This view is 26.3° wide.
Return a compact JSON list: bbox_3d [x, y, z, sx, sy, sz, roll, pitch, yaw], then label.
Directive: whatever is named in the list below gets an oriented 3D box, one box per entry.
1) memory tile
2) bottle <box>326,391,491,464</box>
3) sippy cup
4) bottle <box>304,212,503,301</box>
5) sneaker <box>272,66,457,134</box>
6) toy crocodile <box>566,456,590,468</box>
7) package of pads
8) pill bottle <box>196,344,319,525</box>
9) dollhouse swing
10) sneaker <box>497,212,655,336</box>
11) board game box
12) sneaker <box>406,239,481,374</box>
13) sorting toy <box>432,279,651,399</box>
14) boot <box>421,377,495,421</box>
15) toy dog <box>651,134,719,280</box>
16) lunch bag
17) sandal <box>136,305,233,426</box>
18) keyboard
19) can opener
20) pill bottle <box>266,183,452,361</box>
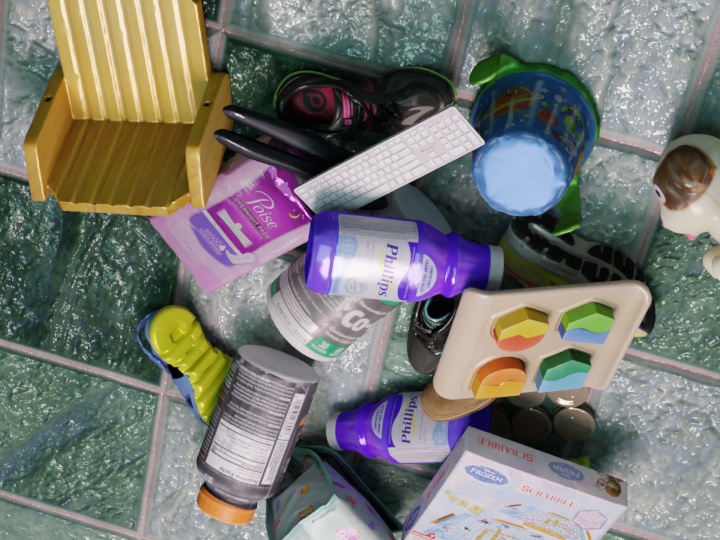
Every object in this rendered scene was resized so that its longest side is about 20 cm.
[{"bbox_3d":[0.187,0.114,1.778,0.153,0.017,0.200,-3,120,16],"label":"memory tile"},{"bbox_3d":[0.054,0.185,1.813,0.200,0.084,0.065,-6,149,32],"label":"bottle"},{"bbox_3d":[0.170,-0.124,1.571,0.178,0.130,0.140,27,124,-3],"label":"sippy cup"},{"bbox_3d":[0.045,-0.010,1.580,0.199,0.065,0.084,6,119,-8],"label":"bottle"},{"bbox_3d":[0.003,-0.169,1.612,0.199,0.084,0.077,-1,114,15],"label":"sneaker"},{"bbox_3d":[0.180,0.259,1.836,0.200,0.068,0.062,-18,115,24],"label":"toy crocodile"},{"bbox_3d":[-0.128,-0.065,1.706,0.200,0.076,0.121,-27,112,34],"label":"package of pads"},{"bbox_3d":[-0.129,0.197,1.819,0.106,0.106,0.200,21,101,1],"label":"pill bottle"},{"bbox_3d":[-0.256,-0.185,1.630,0.199,0.182,0.176,4,142,13],"label":"dollhouse swing"},{"bbox_3d":[0.231,0.014,1.680,0.200,0.078,0.090,35,137,-6],"label":"sneaker"},{"bbox_3d":[0.175,0.281,1.775,0.200,0.041,0.200,20,134,-10],"label":"board game box"},{"bbox_3d":[0.083,0.050,1.712,0.075,0.079,0.200,36,136,17],"label":"sneaker"},{"bbox_3d":[0.190,0.080,1.625,0.199,0.037,0.185,-1,142,-13],"label":"sorting toy"},{"bbox_3d":[0.137,0.098,1.715,0.200,0.074,0.075,-34,142,22],"label":"boot"},{"bbox_3d":[0.392,-0.074,1.543,0.199,0.140,0.194,12,110,7],"label":"toy dog"},{"bbox_3d":[-0.030,0.309,1.856,0.122,0.200,0.170,-40,109,4],"label":"lunch bag"},{"bbox_3d":[-0.203,0.113,1.854,0.087,0.079,0.200,15,141,51],"label":"sandal"},{"bbox_3d":[0.027,-0.104,1.543,0.200,0.011,0.056,-25,121,28],"label":"keyboard"},{"bbox_3d":[-0.059,-0.121,1.604,0.200,0.064,0.079,27,167,-22],"label":"can opener"},{"bbox_3d":[0.000,0.000,1.694,0.113,0.113,0.200,43,114,-13],"label":"pill bottle"}]
